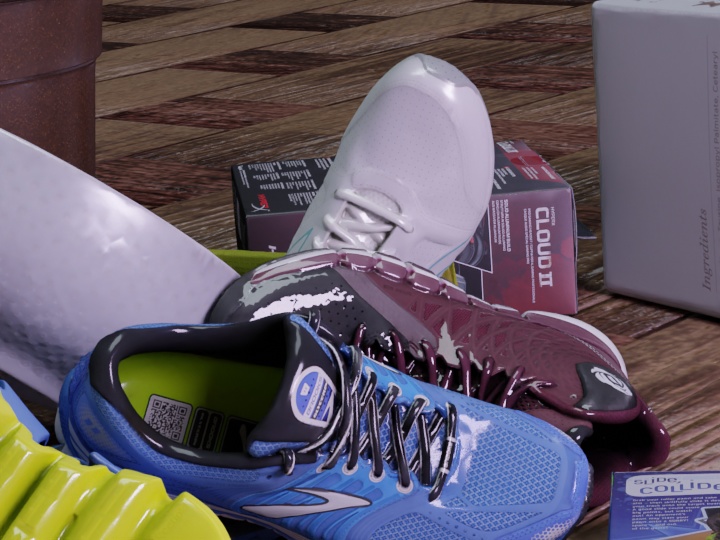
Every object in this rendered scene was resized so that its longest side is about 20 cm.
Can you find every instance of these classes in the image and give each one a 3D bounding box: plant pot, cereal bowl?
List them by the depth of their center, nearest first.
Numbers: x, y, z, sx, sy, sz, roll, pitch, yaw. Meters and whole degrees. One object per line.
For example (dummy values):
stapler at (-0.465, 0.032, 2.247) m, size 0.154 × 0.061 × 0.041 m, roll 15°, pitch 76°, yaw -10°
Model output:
cereal bowl at (-0.147, 0.005, 0.946) m, size 0.199 × 0.084 × 0.200 m, roll 27°, pitch -12°, yaw 6°
plant pot at (-0.230, -0.066, 1.230) m, size 0.198 × 0.200 × 0.200 m, roll -4°, pitch 13°, yaw 1°

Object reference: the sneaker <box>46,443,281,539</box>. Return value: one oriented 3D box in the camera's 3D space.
sneaker at (-0.099, 0.096, 0.849) m, size 0.199 × 0.066 × 0.078 m, roll -15°, pitch -11°, yaw -18°

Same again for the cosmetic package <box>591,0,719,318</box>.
cosmetic package at (0.249, -0.067, 1.167) m, size 0.166 × 0.168 × 0.199 m, roll -13°, pitch 15°, yaw -32°

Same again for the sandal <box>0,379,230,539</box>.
sandal at (-0.128, 0.079, 0.764) m, size 0.199 × 0.080 × 0.087 m, roll 37°, pitch -14°, yaw 14°

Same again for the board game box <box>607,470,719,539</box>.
board game box at (0.185, 0.104, 0.756) m, size 0.198 × 0.035 × 0.135 m, roll -2°, pitch 13°, yaw 9°

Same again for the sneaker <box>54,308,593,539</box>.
sneaker at (-0.011, 0.064, 0.785) m, size 0.198 × 0.079 × 0.089 m, roll 10°, pitch -21°, yaw -5°

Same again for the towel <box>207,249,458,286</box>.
towel at (-0.044, 0.027, 1.048) m, size 0.198 × 0.087 × 0.018 m, roll 2°, pitch 39°, yaw 21°

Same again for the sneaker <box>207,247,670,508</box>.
sneaker at (0.042, 0.047, 0.893) m, size 0.198 × 0.076 × 0.115 m, roll 8°, pitch 15°, yaw -23°

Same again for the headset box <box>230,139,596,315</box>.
headset box at (0.031, -0.020, 1.226) m, size 0.198 × 0.076 × 0.149 m, roll -6°, pitch 14°, yaw -6°

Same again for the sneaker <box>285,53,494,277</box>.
sneaker at (0.000, 0.000, 0.959) m, size 0.070 × 0.201 × 0.080 m, roll 29°, pitch 29°, yaw 10°
